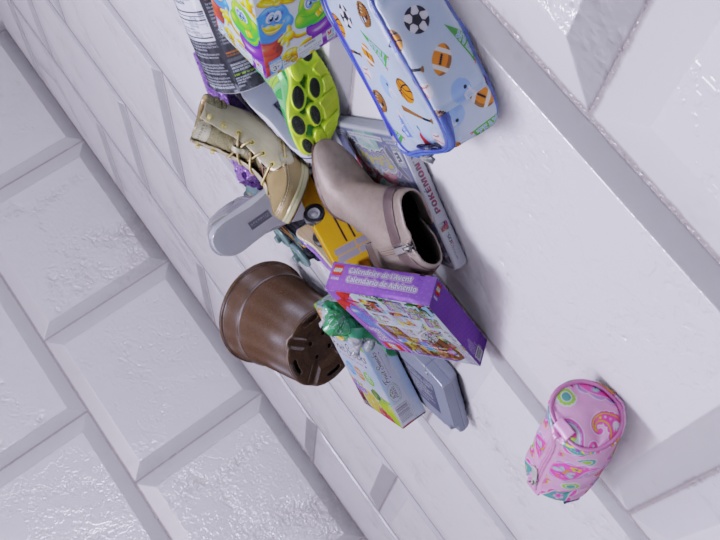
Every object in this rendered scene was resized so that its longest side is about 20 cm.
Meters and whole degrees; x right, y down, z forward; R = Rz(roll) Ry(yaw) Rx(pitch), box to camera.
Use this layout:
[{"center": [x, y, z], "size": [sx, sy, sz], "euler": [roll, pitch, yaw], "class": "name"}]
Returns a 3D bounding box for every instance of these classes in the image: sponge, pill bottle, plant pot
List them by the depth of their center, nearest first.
[{"center": [-0.175, -0.331, 1.218], "size": [0.106, 0.106, 0.201], "euler": [39, 156, 46], "class": "pill bottle"}, {"center": [-0.179, -0.218, 1.422], "size": [0.111, 0.030, 0.202], "euler": [6, -117, -76], "class": "sponge"}, {"center": [-0.124, 0.107, 1.784], "size": [0.197, 0.200, 0.202], "euler": [25, 146, 48], "class": "plant pot"}]

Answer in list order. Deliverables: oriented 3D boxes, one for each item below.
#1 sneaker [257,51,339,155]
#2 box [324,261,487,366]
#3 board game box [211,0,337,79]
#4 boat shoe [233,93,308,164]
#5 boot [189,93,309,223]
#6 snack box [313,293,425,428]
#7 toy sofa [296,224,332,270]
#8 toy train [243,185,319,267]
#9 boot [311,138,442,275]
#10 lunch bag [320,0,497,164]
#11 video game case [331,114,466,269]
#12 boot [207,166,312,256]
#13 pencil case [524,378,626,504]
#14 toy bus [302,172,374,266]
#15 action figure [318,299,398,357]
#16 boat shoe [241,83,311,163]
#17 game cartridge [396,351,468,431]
[{"center": [-0.082, -0.242, 1.190], "size": [0.083, 0.073, 0.202], "euler": [19, 129, 68], "class": "sneaker"}, {"center": [0.059, 0.054, 1.177], "size": [0.135, 0.040, 0.200], "euler": [8, 160, 28], "class": "box"}, {"center": [-0.098, -0.320, 1.017], "size": [0.103, 0.104, 0.201], "euler": [47, 162, 26], "class": "board game box"}, {"center": [-0.133, -0.200, 1.421], "size": [0.072, 0.062, 0.201], "euler": [35, 154, 46], "class": "boat shoe"}, {"center": [-0.148, -0.152, 1.285], "size": [0.073, 0.154, 0.201], "euler": [-53, 28, 33], "class": "boot"}, {"center": [0.013, 0.137, 1.534], "size": [0.142, 0.053, 0.202], "euler": [21, 140, 62], "class": "snack box"}, {"center": [0.000, 0.000, 1.356], "size": [0.200, 0.097, 0.083], "euler": [47, 161, 27], "class": "toy sofa"}, {"center": [-0.111, -0.091, 1.508], "size": [0.200, 0.085, 0.114], "euler": [43, 167, 32], "class": "toy train"}, {"center": [0.024, -0.076, 1.136], "size": [0.201, 0.070, 0.146], "euler": [58, 158, -8], "class": "boot"}, {"center": [0.040, -0.196, 0.910], "size": [0.202, 0.075, 0.160], "euler": [62, 165, -15], "class": "lunch bag"}, {"center": [0.039, -0.099, 1.187], "size": [0.200, 0.023, 0.184], "euler": [25, 145, 61], "class": "video game case"}, {"center": [-0.136, -0.097, 1.414], "size": [0.074, 0.198, 0.096], "euler": [64, 175, -25], "class": "boot"}, {"center": [0.231, 0.192, 1.074], "size": [0.088, 0.087, 0.201], "euler": [49, 161, 22], "class": "pencil case"}, {"center": [-0.018, -0.042, 1.289], "size": [0.201, 0.078, 0.065], "euler": [60, 175, 32], "class": "toy bus"}, {"center": [-0.015, 0.074, 1.289], "size": [0.118, 0.055, 0.200], "euler": [42, -177, 14], "class": "action figure"}, {"center": [-0.100, -0.209, 1.292], "size": [0.201, 0.073, 0.065], "euler": [59, -177, 31], "class": "boat shoe"}, {"center": [0.087, 0.146, 1.493], "size": [0.200, 0.041, 0.134], "euler": [40, 161, 44], "class": "game cartridge"}]
